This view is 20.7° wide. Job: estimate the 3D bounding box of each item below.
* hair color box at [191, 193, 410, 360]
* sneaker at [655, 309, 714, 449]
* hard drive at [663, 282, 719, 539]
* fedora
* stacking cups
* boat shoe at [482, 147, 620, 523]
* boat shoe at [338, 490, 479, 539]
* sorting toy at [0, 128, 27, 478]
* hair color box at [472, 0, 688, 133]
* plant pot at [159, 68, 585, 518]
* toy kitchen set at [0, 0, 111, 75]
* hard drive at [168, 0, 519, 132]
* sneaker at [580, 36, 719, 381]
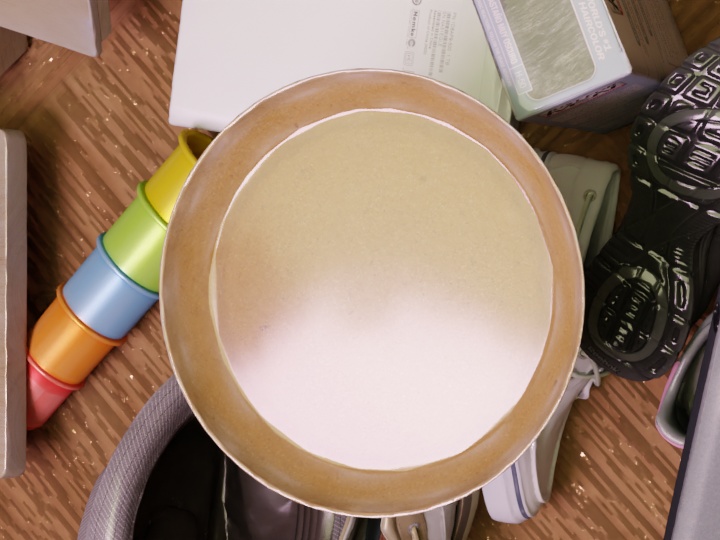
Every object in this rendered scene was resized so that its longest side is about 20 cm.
[{"bbox_3d":[0.000,0.000,1.011,0.101,0.200,0.061,-15,88,17],"label":"hair color box"},{"bbox_3d":[0.214,0.018,0.968,0.070,0.082,0.200,42,128,21],"label":"sneaker"},{"bbox_3d":[0.228,0.090,0.960,0.139,0.033,0.201,5,128,1],"label":"hard drive"},{"bbox_3d":[-0.089,0.140,1.089,0.090,0.177,0.201,0,69,51],"label":"fedora"},{"bbox_3d":[-0.141,0.009,1.140,0.061,0.060,0.200,47,109,11],"label":"stacking cups"},{"bbox_3d":[0.103,0.036,1.045,0.067,0.074,0.201,3,92,20],"label":"boat shoe"},{"bbox_3d":[0.009,0.185,1.061,0.075,0.068,0.201,23,116,35],"label":"boat shoe"},{"bbox_3d":[-0.293,0.018,1.153,0.199,0.070,0.200,1,91,31],"label":"sorting toy"},{"bbox_3d":[0.110,-0.126,0.971,0.060,0.200,0.099,-21,85,18],"label":"hair color box"},{"bbox_3d":[0.005,0.010,0.891,0.199,0.027,0.201,1,93,17],"label":"plant pot"},{"bbox_3d":[-0.176,-0.229,1.130,0.163,0.181,0.200,20,138,20],"label":"toy kitchen set"},{"bbox_3d":[-0.004,-0.133,1.100,0.199,0.027,0.132,9,95,17],"label":"hard drive"},{"bbox_3d":[0.168,-0.043,0.981,0.076,0.091,0.200,33,123,12],"label":"sneaker"}]
